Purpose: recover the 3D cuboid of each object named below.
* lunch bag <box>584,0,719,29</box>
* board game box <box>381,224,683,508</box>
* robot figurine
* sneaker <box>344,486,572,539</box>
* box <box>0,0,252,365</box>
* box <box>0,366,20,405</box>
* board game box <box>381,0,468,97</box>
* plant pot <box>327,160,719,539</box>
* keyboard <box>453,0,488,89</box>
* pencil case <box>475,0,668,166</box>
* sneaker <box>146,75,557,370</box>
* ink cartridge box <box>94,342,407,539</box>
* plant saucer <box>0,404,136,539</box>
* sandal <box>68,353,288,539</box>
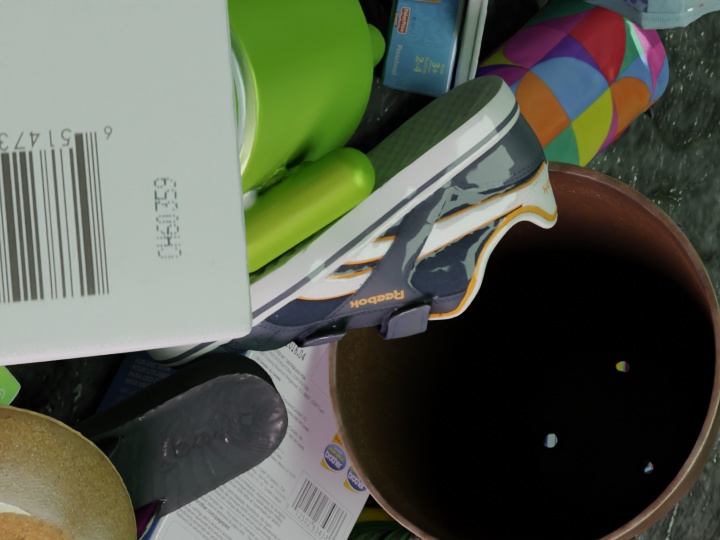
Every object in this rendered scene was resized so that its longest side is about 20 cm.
[{"bbox_3d":[0.150,-0.232,1.425,0.200,0.126,0.170,-73,160,-63],"label":"lunch bag"},{"bbox_3d":[0.097,0.066,1.551,0.200,0.057,0.166,-16,115,-47],"label":"board game box"},{"bbox_3d":[-0.073,-0.085,1.237,0.200,0.116,0.176,-25,83,-53],"label":"robot figurine"},{"bbox_3d":[0.059,0.160,1.436,0.199,0.085,0.078,-6,107,-38],"label":"sneaker"},{"bbox_3d":[-0.157,-0.064,1.054,0.198,0.131,0.201,-6,92,-23],"label":"box"},{"bbox_3d":[-0.236,0.044,1.157,0.145,0.036,0.200,-56,136,-22],"label":"box"},{"bbox_3d":[0.045,-0.185,1.358,0.151,0.036,0.201,-74,176,-85],"label":"board game box"},{"bbox_3d":[0.102,0.060,1.382,0.188,0.186,0.200,-71,160,-5],"label":"plant pot"},{"bbox_3d":[0.057,-0.137,1.295,0.056,0.011,0.201,-73,174,-55],"label":"keyboard"},{"bbox_3d":[0.078,-0.072,1.464,0.200,0.088,0.089,-40,130,-34],"label":"pencil case"},{"bbox_3d":[0.000,0.000,1.263,0.200,0.078,0.080,-33,111,0],"label":"sneaker"},{"bbox_3d":[-0.061,0.091,1.350,0.201,0.076,0.136,-61,141,-15],"label":"ink cartridge box"},{"bbox_3d":[-0.181,0.145,1.173,0.199,0.035,0.201,-15,130,-19],"label":"plant saucer"},{"bbox_3d":[-0.121,0.106,1.232,0.200,0.048,0.075,-33,129,5],"label":"sandal"}]
